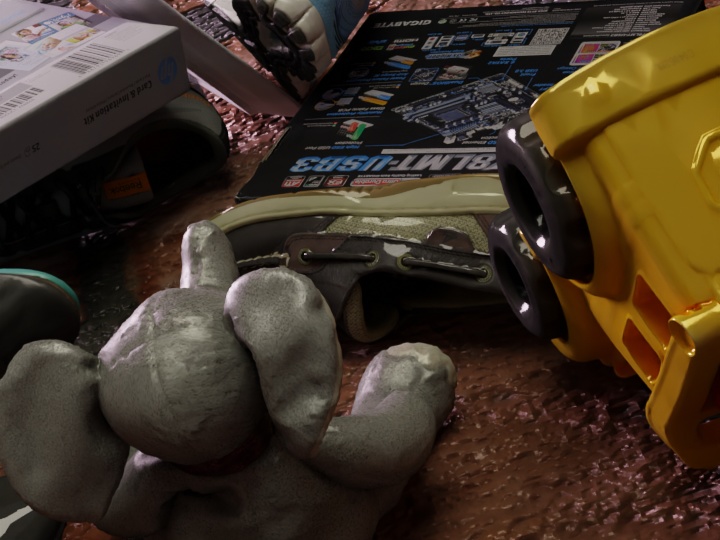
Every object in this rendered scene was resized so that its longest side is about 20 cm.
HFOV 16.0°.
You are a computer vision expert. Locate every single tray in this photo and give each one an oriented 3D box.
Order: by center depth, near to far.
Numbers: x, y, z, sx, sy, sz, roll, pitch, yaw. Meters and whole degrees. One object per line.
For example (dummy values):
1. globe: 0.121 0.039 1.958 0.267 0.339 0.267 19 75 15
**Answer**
1. tray: -0.122 -0.142 1.407 0.022 0.200 0.107 -56 38 -2

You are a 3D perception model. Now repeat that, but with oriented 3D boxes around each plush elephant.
1. plush elephant: -0.058 0.057 1.058 0.164 0.156 0.200 -9 31 12

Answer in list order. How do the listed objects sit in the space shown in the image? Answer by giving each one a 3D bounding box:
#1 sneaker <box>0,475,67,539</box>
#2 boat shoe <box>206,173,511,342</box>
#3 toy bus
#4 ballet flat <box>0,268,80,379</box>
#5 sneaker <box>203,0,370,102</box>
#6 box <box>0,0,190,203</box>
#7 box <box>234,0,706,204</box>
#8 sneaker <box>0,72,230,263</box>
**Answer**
1. sneaker: -0.220 0.128 1.089 0.199 0.091 0.076 -25 30 -16
2. boat shoe: 0.001 0.000 1.209 0.200 0.072 0.066 -9 65 27
3. toy bus: 0.152 0.014 1.049 0.135 0.200 0.193 -24 69 -11
4. ballet flat: -0.225 0.048 1.254 0.199 0.068 0.069 -9 40 33
5. sneaker: -0.024 -0.150 1.401 0.090 0.078 0.200 -45 12 -6
6. box: -0.214 -0.096 1.351 0.199 0.041 0.156 15 36 37
7. box: 0.063 -0.072 1.315 0.199 0.050 0.199 -1 35 25
8. sneaker: -0.161 -0.049 1.366 0.199 0.074 0.079 -27 37 -17
